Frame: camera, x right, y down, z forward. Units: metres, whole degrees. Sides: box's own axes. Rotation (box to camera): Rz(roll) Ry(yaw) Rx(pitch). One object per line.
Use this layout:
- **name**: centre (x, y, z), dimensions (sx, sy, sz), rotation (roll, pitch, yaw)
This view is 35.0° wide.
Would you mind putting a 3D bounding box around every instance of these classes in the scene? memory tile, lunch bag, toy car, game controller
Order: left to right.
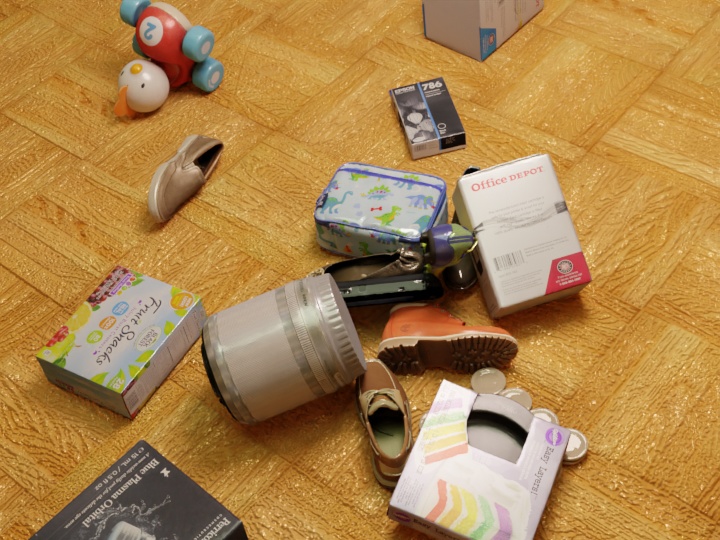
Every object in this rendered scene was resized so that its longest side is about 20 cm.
- **toy car**: centre (-0.385, -0.367, 2.081), dimensions (0.183, 0.177, 0.201), rotation (29, 69, 18)
- **game controller**: centre (0.023, 0.038, 1.672), dimensions (0.197, 0.104, 0.043), rotation (-5, 74, 4)
- **lunch bag**: centre (0.034, -0.093, 1.803), dimensions (0.198, 0.083, 0.162), rotation (13, 48, 19)
- **memory tile**: centre (0.188, 0.223, 1.523), dimensions (0.153, 0.017, 0.199), rotation (-36, 52, -23)

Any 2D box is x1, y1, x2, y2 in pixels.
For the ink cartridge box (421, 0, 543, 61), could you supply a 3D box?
- **ink cartridge box**: centre (0.229, -0.522, 2.127), dimensions (0.144, 0.148, 0.200), rotation (29, 57, 32)

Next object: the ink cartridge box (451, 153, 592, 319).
- **ink cartridge box**: centre (0.232, -0.050, 1.664), dimensions (0.143, 0.083, 0.202), rotation (-16, 78, -6)

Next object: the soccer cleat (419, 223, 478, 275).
- **soccer cleat**: centre (0.128, -0.030, 1.639), dimensions (0.082, 0.200, 0.066), rotation (-8, 86, 3)

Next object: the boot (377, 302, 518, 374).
- **boot**: centre (0.127, 0.087, 1.625), dimensions (0.197, 0.076, 0.108), rotation (0, 42, 11)

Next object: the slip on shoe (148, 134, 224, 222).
- **slip on shoe**: centre (-0.292, -0.157, 1.923), dimensions (0.060, 0.077, 0.201), rotation (4, 40, 22)

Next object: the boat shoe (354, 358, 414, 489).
- **boat shoe**: centre (0.036, 0.194, 1.534), dimensions (0.075, 0.074, 0.201), rotation (-14, 46, -4)

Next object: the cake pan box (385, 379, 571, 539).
- **cake pan box**: centre (0.153, 0.254, 1.439), dimensions (0.182, 0.053, 0.201), rotation (23, 59, 11)

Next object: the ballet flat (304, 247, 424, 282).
- **ballet flat**: centre (0.000, 0.000, 1.725), dimensions (0.197, 0.047, 0.068), rotation (-9, 49, 17)

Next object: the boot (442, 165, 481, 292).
- **boot**: centre (0.158, -0.066, 1.743), dimensions (0.074, 0.098, 0.202), rotation (3, 47, 11)

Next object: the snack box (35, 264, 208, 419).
- **snack box**: centre (-0.348, 0.101, 1.689), dimensions (0.167, 0.068, 0.201), rotation (19, 54, 25)

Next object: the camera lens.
- **camera lens**: centre (-0.107, 0.108, 1.561), dimensions (0.198, 0.161, 0.161), rotation (-22, 46, 4)

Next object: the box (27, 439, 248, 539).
- **box**: centre (-0.267, 0.351, 1.407), dimensions (0.199, 0.118, 0.196), rotation (31, 58, 31)

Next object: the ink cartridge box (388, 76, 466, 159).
- **ink cartridge box**: centre (0.113, -0.279, 1.993), dimensions (0.098, 0.039, 0.201), rotation (-14, 46, -3)
